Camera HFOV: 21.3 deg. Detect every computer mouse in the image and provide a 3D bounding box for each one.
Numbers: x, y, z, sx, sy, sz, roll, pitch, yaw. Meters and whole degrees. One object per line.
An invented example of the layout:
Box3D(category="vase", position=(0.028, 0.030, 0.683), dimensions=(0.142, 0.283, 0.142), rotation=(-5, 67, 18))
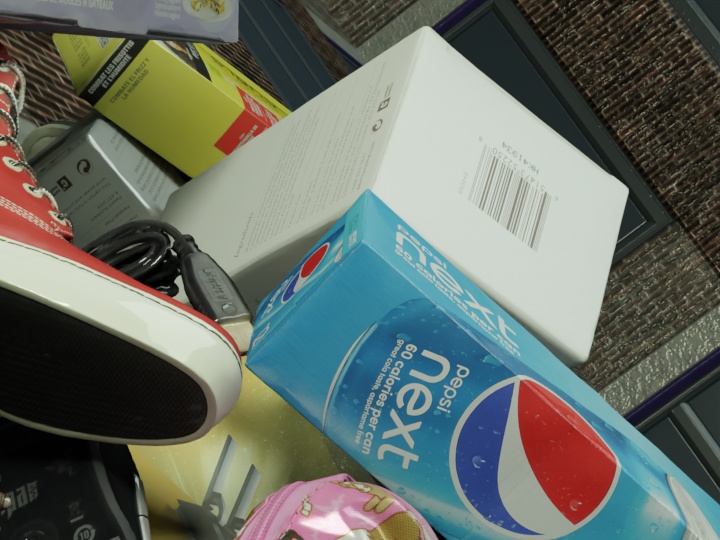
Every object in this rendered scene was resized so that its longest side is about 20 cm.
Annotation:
Box3D(category="computer mouse", position=(-0.089, 0.072, 0.691), dimensions=(0.200, 0.140, 0.046), rotation=(62, 0, 42))

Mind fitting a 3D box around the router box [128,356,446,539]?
Box3D(category="router box", position=(-0.025, 0.126, 0.728), dimensions=(0.200, 0.157, 0.052), rotation=(58, -23, 28))

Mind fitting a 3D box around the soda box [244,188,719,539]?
Box3D(category="soda box", position=(0.054, 0.065, 0.691), dimensions=(0.200, 0.064, 0.068), rotation=(41, 14, -11))

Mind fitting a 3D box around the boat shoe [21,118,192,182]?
Box3D(category="boat shoe", position=(-0.098, -0.022, 1.060), dimensions=(0.201, 0.072, 0.060), rotation=(34, 30, -10))

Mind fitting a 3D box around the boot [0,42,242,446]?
Box3D(category="boot", position=(-0.119, -0.025, 0.684), dimensions=(0.199, 0.073, 0.144), rotation=(21, 45, 5))

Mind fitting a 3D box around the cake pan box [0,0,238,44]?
Box3D(category="cake pan box", position=(-0.176, -0.125, 0.779), dimensions=(0.200, 0.184, 0.052), rotation=(-5, 100, -61))

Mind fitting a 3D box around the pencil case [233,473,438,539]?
Box3D(category="pencil case", position=(-0.039, 0.146, 0.598), dimensions=(0.083, 0.087, 0.200), rotation=(24, 34, 13))

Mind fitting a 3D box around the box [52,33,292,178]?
Box3D(category="box", position=(-0.068, -0.071, 1.008), dimensions=(0.200, 0.050, 0.075), rotation=(37, 12, -33))

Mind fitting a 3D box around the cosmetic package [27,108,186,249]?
Box3D(category="cosmetic package", position=(-0.098, 0.018, 0.980), dimensions=(0.200, 0.085, 0.108), rotation=(52, 9, -12))

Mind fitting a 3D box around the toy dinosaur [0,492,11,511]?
Box3D(category="toy dinosaur", position=(-0.167, 0.051, 0.560), dimensions=(0.200, 0.077, 0.102), rotation=(61, 5, 24))

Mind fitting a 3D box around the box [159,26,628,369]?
Box3D(category="box", position=(0.000, 0.000, 0.850), dimensions=(0.124, 0.200, 0.098), rotation=(36, 52, -23))
